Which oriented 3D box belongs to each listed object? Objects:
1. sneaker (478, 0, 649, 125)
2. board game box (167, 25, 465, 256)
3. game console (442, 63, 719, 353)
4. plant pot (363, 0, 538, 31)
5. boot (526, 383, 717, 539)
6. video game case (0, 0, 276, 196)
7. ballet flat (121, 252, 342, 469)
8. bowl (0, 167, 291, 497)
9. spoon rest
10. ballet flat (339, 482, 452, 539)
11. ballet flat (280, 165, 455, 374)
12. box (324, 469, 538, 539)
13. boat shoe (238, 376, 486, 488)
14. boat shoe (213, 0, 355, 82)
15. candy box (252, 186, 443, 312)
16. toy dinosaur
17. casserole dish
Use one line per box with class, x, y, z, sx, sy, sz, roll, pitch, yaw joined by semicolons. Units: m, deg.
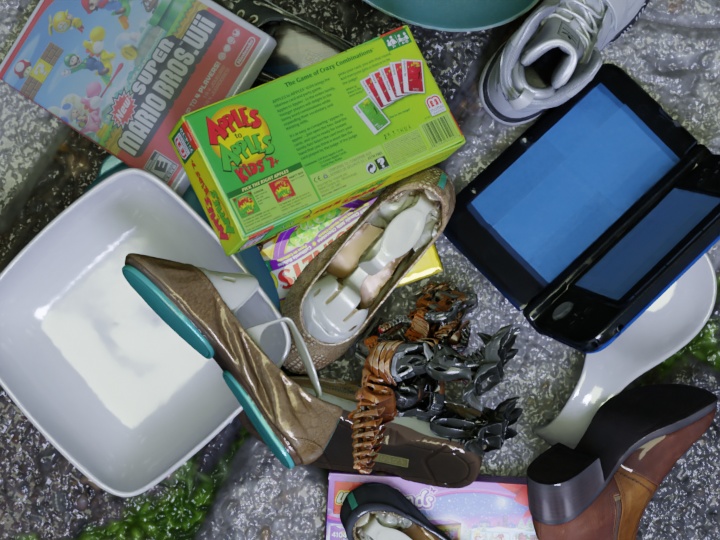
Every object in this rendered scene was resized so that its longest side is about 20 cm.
sneaker;0.173;-0.194;1.402;0.075;0.115;0.200;41;92;-6
board game box;-0.031;-0.098;1.354;0.199;0.048;0.102;-25;84;-24
game console;0.184;-0.053;1.385;0.200;0.171;0.118;-43;106;-6
plant pot;0.070;-0.302;1.383;0.199;0.201;0.135;22;54;0
boot;0.215;0.205;1.410;0.188;0.068;0.201;-33;124;-34
video game case;-0.178;-0.166;1.420;0.199;0.017;0.144;33;92;24
ballet flat;-0.085;0.050;1.309;0.072;0.068;0.200;-41;90;-15
bowl;-0.171;0.045;1.377;0.200;0.075;0.200;-42;91;5
spoon rest;0.207;0.057;1.437;0.099;0.061;0.201;31;92;0
ballet flat;0.064;0.241;1.400;0.200;0.073;0.073;40;92;0
ballet flat;0.000;0.000;1.410;0.070;0.065;0.201;36;96;-6
box;0.069;0.233;1.453;0.198;0.039;0.138;4;92;1
boat shoe;0.003;0.116;1.440;0.199;0.076;0.072;16;133;3
boat shoe;-0.075;-0.183;1.437;0.199;0.057;0.069;21;92;0
candy box;-0.042;-0.015;1.456;0.199;0.026;0.103;-20;94;2
toy dinosaur;0.049;0.086;1.386;0.135;0.102;0.201;13;63;23
casserole dish;-0.146;-0.008;1.428;0.121;0.039;0.201;-28;91;5
